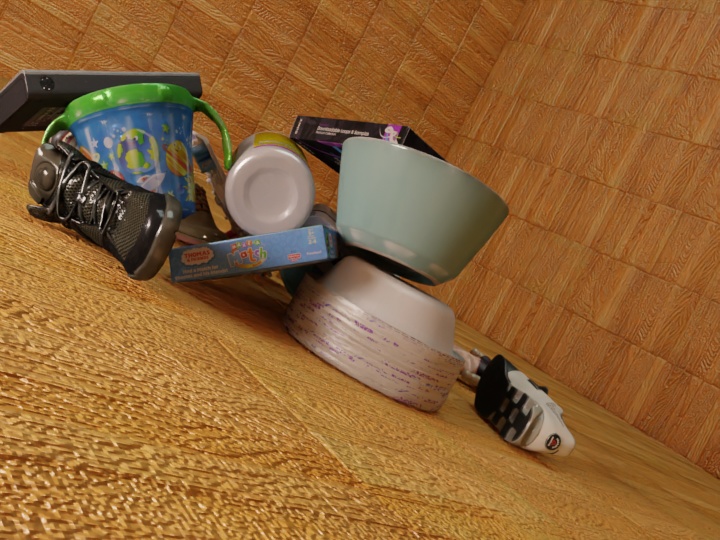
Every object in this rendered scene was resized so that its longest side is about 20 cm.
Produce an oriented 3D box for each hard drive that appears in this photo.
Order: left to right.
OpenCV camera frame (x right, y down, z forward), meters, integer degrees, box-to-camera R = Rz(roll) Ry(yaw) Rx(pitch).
[{"bbox_3d":[-0.295,-0.188,0.876,0.198,0.033,0.139,-11,0,-41],"label":"hard drive"}]

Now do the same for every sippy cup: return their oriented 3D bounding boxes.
[{"bbox_3d":[-0.235,-0.115,0.837,0.175,0.133,0.139,-13,-1,16],"label":"sippy cup"}]

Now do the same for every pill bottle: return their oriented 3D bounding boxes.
[{"bbox_3d":[-0.111,-0.112,0.959,0.103,0.105,0.200,28,12,-14],"label":"pill bottle"}]

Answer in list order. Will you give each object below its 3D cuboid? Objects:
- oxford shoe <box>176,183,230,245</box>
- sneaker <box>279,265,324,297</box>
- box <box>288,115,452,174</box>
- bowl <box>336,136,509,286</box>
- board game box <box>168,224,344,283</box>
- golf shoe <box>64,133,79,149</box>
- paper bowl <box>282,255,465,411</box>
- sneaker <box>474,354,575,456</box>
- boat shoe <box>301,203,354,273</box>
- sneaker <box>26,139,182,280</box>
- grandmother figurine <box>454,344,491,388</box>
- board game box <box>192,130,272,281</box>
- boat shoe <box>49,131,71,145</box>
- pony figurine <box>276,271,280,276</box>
[{"bbox_3d":[-0.232,-0.080,1.051,0.199,0.075,0.070,31,4,38],"label":"oxford shoe"},{"bbox_3d":[-0.033,0.031,1.066,0.199,0.080,0.131,38,2,-16],"label":"sneaker"},{"bbox_3d":[0.024,-0.132,0.945,0.199,0.037,0.142,19,-9,46],"label":"box"},{"bbox_3d":[0.051,-0.053,0.858,0.198,0.106,0.201,24,-6,3],"label":"bowl"},{"bbox_3d":[-0.099,-0.016,0.821,0.149,0.037,0.200,-9,0,3],"label":"board game box"},{"bbox_3d":[-0.312,-0.117,0.949,0.091,0.076,0.200,32,3,-6],"label":"golf shoe"},{"bbox_3d":[0.022,0.058,0.848,0.199,0.105,0.201,27,3,-1],"label":"paper bowl"},{"bbox_3d":[0.201,0.173,0.965,0.088,0.075,0.200,28,13,-14],"label":"sneaker"},{"bbox_3d":[0.000,0.000,0.969,0.201,0.073,0.066,56,26,-17],"label":"boat shoe"},{"bbox_3d":[-0.220,-0.051,0.659,0.113,0.077,0.199,25,1,-33],"label":"sneaker"},{"bbox_3d":[0.180,0.156,1.233,0.198,0.061,0.121,32,30,5],"label":"grandmother figurine"},{"bbox_3d":[-0.196,-0.095,1.098,0.202,0.026,0.200,66,-12,-20],"label":"board game box"},{"bbox_3d":[-0.380,-0.164,1.064,0.062,0.071,0.200,40,-2,2],"label":"boat shoe"},{"bbox_3d":[-0.021,-0.001,1.313,0.198,0.167,0.194,32,34,-6],"label":"pony figurine"}]
